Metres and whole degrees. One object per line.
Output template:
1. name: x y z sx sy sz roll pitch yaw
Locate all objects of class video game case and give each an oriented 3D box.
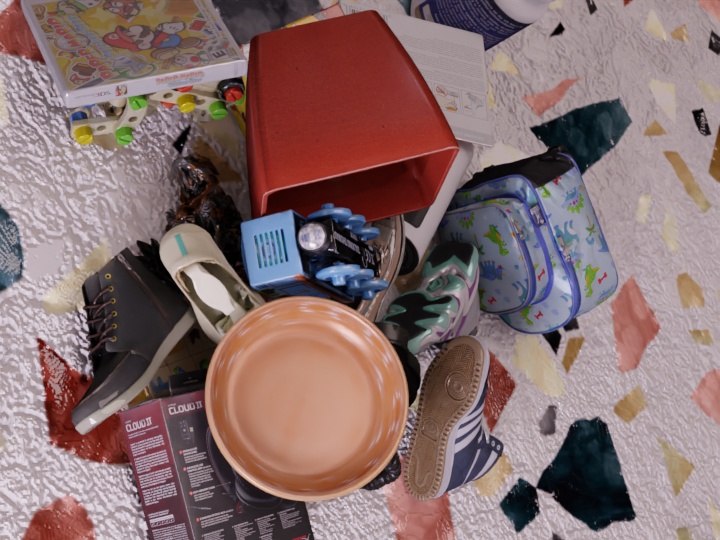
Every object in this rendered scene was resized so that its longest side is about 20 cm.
1. video game case: -0.229 -0.237 1.610 0.182 0.023 0.200 -13 42 -17

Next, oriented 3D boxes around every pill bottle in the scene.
1. pill bottle: 0.167 -0.348 2.028 0.116 0.200 0.116 19 60 -36

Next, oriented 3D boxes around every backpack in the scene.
1. backpack: 0.196 -0.023 1.928 0.147 0.183 0.200 -33 101 -32

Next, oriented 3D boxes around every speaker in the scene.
1. speaker: 0.066 -0.089 1.906 0.081 0.081 0.200 45 48 -18

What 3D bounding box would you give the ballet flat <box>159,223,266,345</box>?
1. ballet flat: -0.133 0.035 1.586 0.200 0.069 0.070 52 41 -42

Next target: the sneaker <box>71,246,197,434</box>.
1. sneaker: -0.246 0.067 1.550 0.106 0.075 0.200 47 37 -12

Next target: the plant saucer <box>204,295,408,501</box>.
1. plant saucer: -0.053 0.125 1.559 0.200 0.037 0.201 4 74 -13

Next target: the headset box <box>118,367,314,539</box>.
1. headset box: -0.142 0.195 1.580 0.148 0.075 0.200 -10 83 -45

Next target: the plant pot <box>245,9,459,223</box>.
1. plant pot: -0.030 -0.153 1.662 0.199 0.200 0.177 -14 76 -9

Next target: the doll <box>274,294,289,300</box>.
1. doll: -0.063 0.120 1.705 0.136 0.048 0.200 27 49 -60

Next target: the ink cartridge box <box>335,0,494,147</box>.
1. ink cartridge box: 0.061 -0.228 1.941 0.200 0.044 0.174 11 58 -23

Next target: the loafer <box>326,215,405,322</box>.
1. loafer: 0.000 0.000 1.774 0.063 0.072 0.200 38 63 -63

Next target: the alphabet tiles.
1. alphabet tiles: -0.169 0.104 1.652 0.200 0.006 0.167 -19 86 -45

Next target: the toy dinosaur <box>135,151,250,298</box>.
1. toy dinosaur: -0.147 -0.027 1.677 0.200 0.102 0.136 48 26 12

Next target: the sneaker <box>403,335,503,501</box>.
1. sneaker: 0.119 0.158 1.795 0.108 0.070 0.200 -6 121 -47

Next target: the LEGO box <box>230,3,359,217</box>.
1. LEGO box: -0.053 -0.172 1.793 0.149 0.077 0.200 -27 90 -17

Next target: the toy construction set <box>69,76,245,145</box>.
1. toy construction set: -0.197 -0.182 1.674 0.200 0.131 0.092 -11 66 -49

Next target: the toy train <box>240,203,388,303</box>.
1. toy train: -0.045 -0.013 1.659 0.200 0.114 0.087 29 51 -72

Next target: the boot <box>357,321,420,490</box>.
1. boot: 0.016 0.159 1.696 0.211 0.079 0.158 68 23 -68

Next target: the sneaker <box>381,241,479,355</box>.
1. sneaker: 0.092 0.074 1.842 0.200 0.078 0.140 -50 139 -44
